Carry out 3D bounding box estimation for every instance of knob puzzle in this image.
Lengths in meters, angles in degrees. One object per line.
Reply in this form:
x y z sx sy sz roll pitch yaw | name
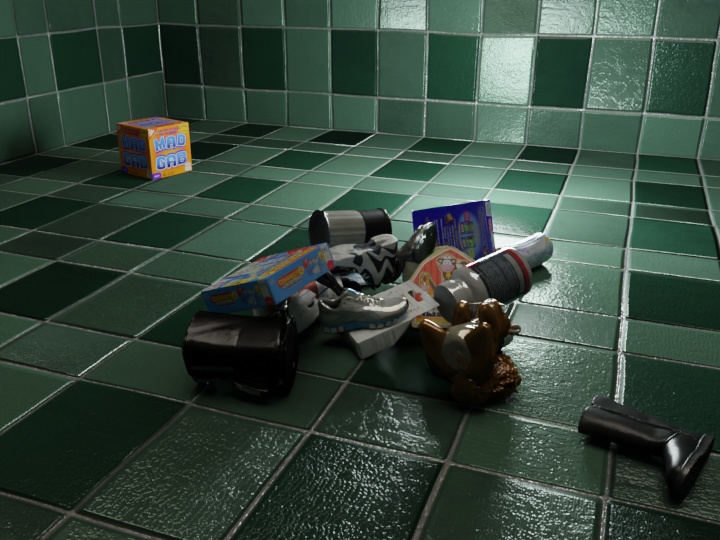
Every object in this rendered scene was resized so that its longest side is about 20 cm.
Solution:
0.206 0.035 1.670 0.219 0.220 0.030 1 -20 1 | knob puzzle

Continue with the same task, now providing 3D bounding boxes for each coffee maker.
-0.227 0.133 1.389 0.200 0.192 0.135 3 18 6 | coffee maker

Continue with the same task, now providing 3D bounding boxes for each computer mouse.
-0.118 0.084 1.588 0.200 0.110 0.044 -44 13 -17 | computer mouse

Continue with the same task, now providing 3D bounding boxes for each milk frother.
-0.007 -0.060 1.841 0.188 0.181 0.200 -5 17 -30 | milk frother

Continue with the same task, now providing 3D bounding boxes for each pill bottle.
-0.142 0.066 1.663 0.200 0.112 0.112 -9 24 -20 | pill bottle
0.265 0.036 1.594 0.200 0.120 0.120 -23 30 -25 | pill bottle

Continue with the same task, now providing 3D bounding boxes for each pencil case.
0.434 -0.043 1.968 0.200 0.091 0.083 -17 28 -38 | pencil case

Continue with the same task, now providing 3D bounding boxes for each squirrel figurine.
0.228 0.150 1.381 0.141 0.200 0.187 -9 11 34 | squirrel figurine

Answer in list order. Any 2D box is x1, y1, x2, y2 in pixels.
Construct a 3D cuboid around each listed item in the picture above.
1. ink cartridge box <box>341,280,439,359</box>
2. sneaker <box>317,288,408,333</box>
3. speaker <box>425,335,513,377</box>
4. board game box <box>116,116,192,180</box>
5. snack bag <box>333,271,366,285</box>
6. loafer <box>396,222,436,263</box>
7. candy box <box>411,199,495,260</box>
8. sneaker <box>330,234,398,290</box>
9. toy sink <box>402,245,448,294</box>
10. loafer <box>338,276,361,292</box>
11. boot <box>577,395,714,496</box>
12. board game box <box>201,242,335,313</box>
0.057 0.104 1.597 0.200 0.057 0.163 -19 26 -14 | ink cartridge box
0.001 0.075 1.539 0.200 0.087 0.075 -11 26 9 | sneaker
0.228 0.149 1.502 0.200 0.081 0.081 -19 29 -41 | speaker
-0.824 -0.493 2.917 0.200 0.200 0.200 16 26 34 | board game box
-0.070 0.010 1.924 0.200 0.021 0.189 -7 24 -24 | snack bag
0.139 -0.071 1.783 0.063 0.072 0.200 -2 19 19 | loafer
0.246 -0.090 1.914 0.200 0.169 0.077 -6 2 23 | candy box
0.000 0.000 1.729 0.199 0.130 0.079 -20 30 -23 | sneaker
0.198 0.021 1.778 0.130 0.112 0.200 -7 23 -17 | toy sink
-0.099 0.044 1.769 0.200 0.073 0.071 -1 20 -8 | loafer
0.454 0.282 1.198 0.200 0.066 0.165 20 21 34 | boot
-0.186 0.017 1.486 0.196 0.056 0.200 -11 15 38 | board game box
